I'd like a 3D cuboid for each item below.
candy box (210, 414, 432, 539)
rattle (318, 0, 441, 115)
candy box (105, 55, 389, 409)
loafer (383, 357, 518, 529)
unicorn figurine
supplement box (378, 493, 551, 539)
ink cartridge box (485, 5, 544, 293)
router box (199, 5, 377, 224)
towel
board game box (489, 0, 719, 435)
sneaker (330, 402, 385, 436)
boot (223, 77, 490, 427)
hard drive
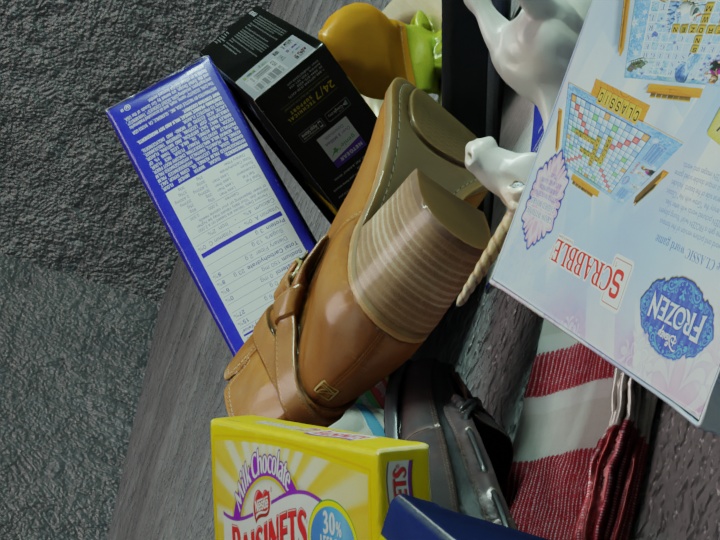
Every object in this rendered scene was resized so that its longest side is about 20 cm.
[{"bbox_3d":[-0.019,0.114,0.687,0.200,0.026,0.103,175,95,-68],"label":"candy box"},{"bbox_3d":[-0.013,-0.131,1.143,0.199,0.142,0.132,28,126,52],"label":"rattle"},{"bbox_3d":[-0.061,-0.003,1.032,0.201,0.077,0.169,61,178,19],"label":"candy box"},{"bbox_3d":[0.044,0.096,0.743,0.200,0.062,0.073,-82,-21,-67],"label":"loafer"},{"bbox_3d":[0.078,-0.101,0.742,0.200,0.138,0.074,-38,2,-41],"label":"unicorn figurine"},{"bbox_3d":[0.040,0.184,0.512,0.109,0.108,0.202,-170,98,-80],"label":"supplement box"},{"bbox_3d":[0.099,-0.087,0.866,0.095,0.037,0.201,118,168,-48],"label":"ink cartridge box"},{"bbox_3d":[-0.017,-0.072,1.029,0.052,0.158,0.200,-38,21,-2],"label":"router box"},{"bbox_3d":[0.092,0.048,0.719,0.144,0.023,0.202,140,146,-74],"label":"towel"},{"bbox_3d":[0.125,-0.062,0.588,0.200,0.041,0.201,-137,66,-72],"label":"board game box"},{"bbox_3d":[0.002,0.134,0.899,0.200,0.080,0.077,-104,35,-69],"label":"sneaker"},{"bbox_3d":[0.000,0.000,0.843,0.155,0.076,0.201,-49,21,23],"label":"boot"},{"bbox_3d":[0.065,-0.141,0.946,0.201,0.032,0.141,85,-169,-57],"label":"hard drive"}]
